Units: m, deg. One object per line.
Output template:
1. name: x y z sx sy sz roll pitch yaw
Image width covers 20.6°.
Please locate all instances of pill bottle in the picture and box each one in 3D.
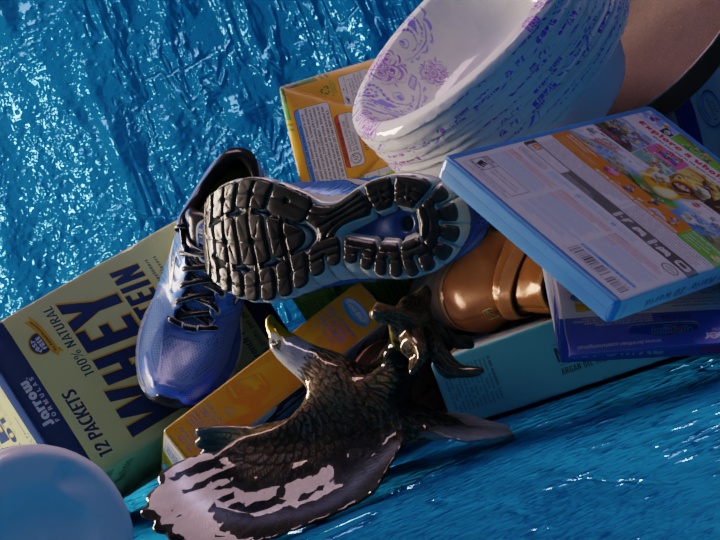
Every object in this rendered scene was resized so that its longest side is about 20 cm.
1. pill bottle: -0.218 0.162 1.137 0.113 0.114 0.200 -22 3 -32

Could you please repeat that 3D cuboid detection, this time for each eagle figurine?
1. eagle figurine: -0.022 0.095 1.217 0.151 0.151 0.200 29 -72 -39

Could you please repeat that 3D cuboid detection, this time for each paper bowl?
1. paper bowl: 0.099 -0.132 1.343 0.200 0.104 0.201 -39 21 19

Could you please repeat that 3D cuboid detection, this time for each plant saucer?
1. plant saucer: 0.199 -0.163 1.399 0.200 0.034 0.201 -35 31 25

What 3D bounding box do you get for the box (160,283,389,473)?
1. box: -0.054 0.084 1.409 0.200 0.042 0.119 -39 -12 -19

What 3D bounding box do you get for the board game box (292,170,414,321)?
1. board game box: 0.000 0.000 1.451 0.101 0.048 0.200 -18 -22 4

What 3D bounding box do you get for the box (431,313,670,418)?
1. box: 0.153 0.045 1.316 0.199 0.049 0.082 -20 3 22

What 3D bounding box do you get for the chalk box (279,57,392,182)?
1. chalk box: 0.022 -0.064 1.539 0.123 0.125 0.200 -16 -24 1

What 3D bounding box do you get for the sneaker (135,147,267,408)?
1. sneaker: -0.112 0.001 1.388 0.078 0.201 0.089 11 -25 7

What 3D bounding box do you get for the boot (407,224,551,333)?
1. boot: 0.130 -0.037 1.365 0.200 0.077 0.155 -46 19 -27

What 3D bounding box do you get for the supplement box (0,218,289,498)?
1. supplement box: -0.178 0.082 1.507 0.199 0.135 0.200 -31 -9 -21

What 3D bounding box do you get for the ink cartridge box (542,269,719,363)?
1. ink cartridge box: 0.172 -0.001 1.212 0.119 0.042 0.200 -3 33 0

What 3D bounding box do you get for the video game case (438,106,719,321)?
1. video game case: 0.161 -0.038 1.176 0.199 0.143 0.018 -16 -42 -43

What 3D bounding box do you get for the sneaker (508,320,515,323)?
1. sneaker: 0.186 0.000 1.404 0.199 0.074 0.082 -25 24 38

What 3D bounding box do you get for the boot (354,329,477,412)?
1. boot: 0.018 0.095 1.391 0.097 0.075 0.200 -47 -8 30

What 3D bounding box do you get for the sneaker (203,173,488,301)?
1. sneaker: -0.010 -0.021 1.236 0.199 0.079 0.089 0 0 30

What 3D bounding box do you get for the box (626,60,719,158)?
1. box: 0.206 -0.055 1.504 0.199 0.185 0.105 -18 2 45
